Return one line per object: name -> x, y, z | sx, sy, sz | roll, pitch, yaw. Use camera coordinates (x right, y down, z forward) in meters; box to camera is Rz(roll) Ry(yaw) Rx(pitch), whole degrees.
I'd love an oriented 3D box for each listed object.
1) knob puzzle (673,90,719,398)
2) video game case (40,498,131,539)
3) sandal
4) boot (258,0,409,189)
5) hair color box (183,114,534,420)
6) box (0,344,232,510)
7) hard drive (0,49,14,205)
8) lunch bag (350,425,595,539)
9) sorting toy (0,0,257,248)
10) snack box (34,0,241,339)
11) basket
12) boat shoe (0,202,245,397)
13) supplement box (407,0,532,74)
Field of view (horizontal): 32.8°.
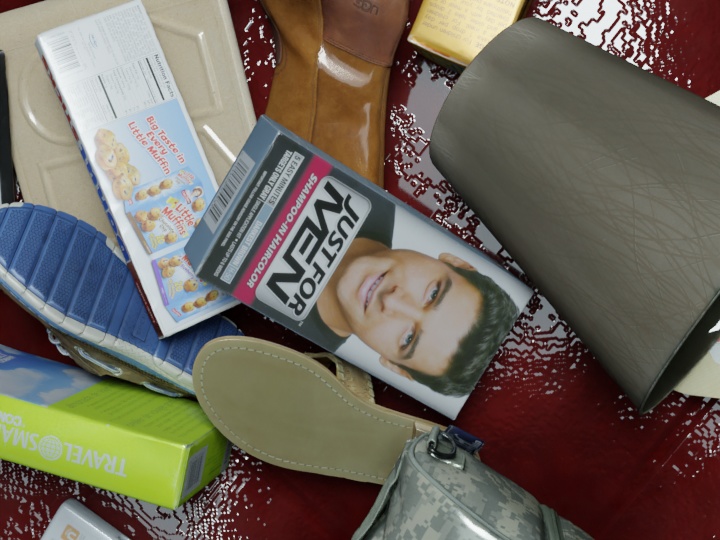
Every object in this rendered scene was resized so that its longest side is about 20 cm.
knob puzzle -> 0.228, -0.009, 0.785 | 0.216, 0.030, 0.224 | -1, 88, 20
video game case -> -0.186, 0.297, 0.871 | 0.181, 0.023, 0.202 | 33, 97, 7
sandal -> -0.017, 0.092, 0.819 | 0.209, 0.070, 0.078 | 25, 108, -14
boot -> -0.052, -0.138, 0.822 | 0.186, 0.068, 0.203 | 16, 110, 22
hair color box -> 0.000, 0.000, 0.767 | 0.198, 0.061, 0.100 | 30, 96, -22
box -> -0.192, 0.098, 0.815 | 0.197, 0.122, 0.048 | 15, 96, 9
hard drive -> -0.332, -0.082, 0.853 | 0.197, 0.038, 0.142 | 2, 100, 20
lunch bag -> 0.056, 0.221, 0.765 | 0.166, 0.139, 0.202 | 32, 101, 1
sorting toy -> -0.153, -0.091, 0.829 | 0.182, 0.036, 0.204 | -10, 97, 18
snack box -> -0.134, -0.064, 0.776 | 0.071, 0.024, 0.203 | -24, 94, -20
basket -> 0.148, -0.048, 0.735 | 0.199, 0.136, 0.181 | 40, 102, 21
boat shoe -> -0.171, 0.033, 0.802 | 0.199, 0.073, 0.072 | 36, 140, -20
supplement box -> 0.096, -0.225, 0.785 | 0.068, 0.067, 0.203 | 20, 94, 8
